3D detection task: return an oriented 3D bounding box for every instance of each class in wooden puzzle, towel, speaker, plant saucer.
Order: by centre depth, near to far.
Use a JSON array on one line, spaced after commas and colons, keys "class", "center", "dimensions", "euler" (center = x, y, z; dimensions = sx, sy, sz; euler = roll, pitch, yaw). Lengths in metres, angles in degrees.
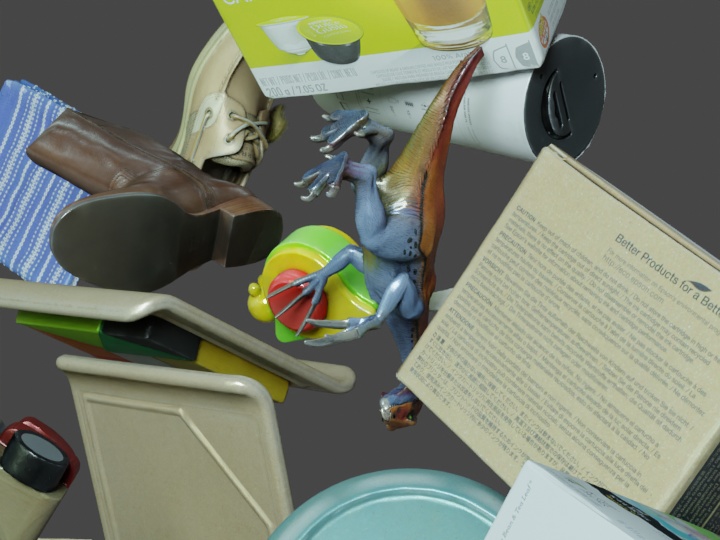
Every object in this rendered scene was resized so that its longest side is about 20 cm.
[{"class": "plant saucer", "center": [0.027, 0.196, 0.864], "dimensions": [0.197, 0.028, 0.202], "euler": [-1, 58, 2]}, {"class": "wooden puzzle", "center": [-0.102, 0.147, 0.998], "dimensions": [0.184, 0.037, 0.202], "euler": [3, 114, 42]}, {"class": "speaker", "center": [0.057, -0.121, 1.009], "dimensions": [0.199, 0.081, 0.082], "euler": [18, 85, 44]}, {"class": "wooden puzzle", "center": [-0.129, 0.049, 1.022], "dimensions": [0.184, 0.199, 0.038], "euler": [4, 76, 42]}, {"class": "towel", "center": [-0.270, -0.071, 1.319], "dimensions": [0.199, 0.024, 0.146], "euler": [28, 94, 44]}]

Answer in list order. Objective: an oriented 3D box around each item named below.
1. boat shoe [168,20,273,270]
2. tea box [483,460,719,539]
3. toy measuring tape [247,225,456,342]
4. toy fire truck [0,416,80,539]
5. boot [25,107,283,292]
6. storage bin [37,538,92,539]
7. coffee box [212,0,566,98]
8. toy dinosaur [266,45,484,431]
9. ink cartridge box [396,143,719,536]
[{"class": "boat shoe", "center": [-0.093, -0.096, 1.145], "dimensions": [0.064, 0.071, 0.202], "euler": [39, 110, 39]}, {"class": "tea box", "center": [0.125, 0.223, 0.729], "dimensions": [0.133, 0.196, 0.202], "euler": [32, 96, 44]}, {"class": "toy measuring tape", "center": [0.000, 0.000, 1.015], "dimensions": [0.198, 0.073, 0.075], "euler": [-12, 65, 38]}, {"class": "toy fire truck", "center": [-0.306, 0.136, 1.204], "dimensions": [0.129, 0.175, 0.200], "euler": [-57, 5, 8]}, {"class": "boot", "center": [-0.176, -0.057, 1.047], "dimensions": [0.199, 0.185, 0.065], "euler": [32, 111, 38]}, {"class": "storage bin", "center": [-0.187, 0.300, 1.003], "dimensions": [0.200, 0.093, 0.200], "euler": [-50, 43, 46]}, {"class": "coffee box", "center": [0.015, -0.250, 0.953], "dimensions": [0.198, 0.199, 0.201], "euler": [-3, 44, 30]}, {"class": "toy dinosaur", "center": [0.025, 0.002, 0.929], "dimensions": [0.198, 0.182, 0.105], "euler": [-25, 31, 15]}, {"class": "ink cartridge box", "center": [0.136, 0.053, 0.873], "dimensions": [0.166, 0.075, 0.200], "euler": [-55, 46, 8]}]
